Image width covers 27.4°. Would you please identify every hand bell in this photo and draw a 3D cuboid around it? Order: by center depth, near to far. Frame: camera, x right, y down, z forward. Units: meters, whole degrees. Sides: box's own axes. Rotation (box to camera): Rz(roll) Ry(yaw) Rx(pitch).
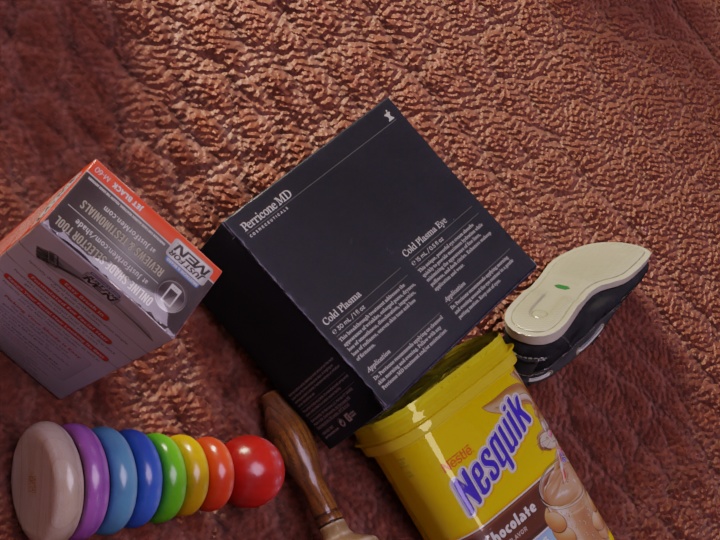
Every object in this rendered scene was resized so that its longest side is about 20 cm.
[{"bbox_3d":[-0.027,0.183,1.121,0.104,0.104,0.200,-15,71,-34],"label":"hand bell"}]

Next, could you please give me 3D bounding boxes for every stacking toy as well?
[{"bbox_3d":[-0.142,0.145,1.054,0.200,0.085,0.085,0,76,-37],"label":"stacking toy"}]

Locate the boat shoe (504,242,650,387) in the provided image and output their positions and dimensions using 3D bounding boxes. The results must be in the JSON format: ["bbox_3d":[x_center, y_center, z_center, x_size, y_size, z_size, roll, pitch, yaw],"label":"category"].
[{"bbox_3d":[0.192,0.032,1.310,0.200,0.072,0.068,-36,132,-41],"label":"boat shoe"}]

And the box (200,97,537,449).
[{"bbox_3d":[0.000,0.000,1.148,0.182,0.104,0.200,50,55,1],"label":"box"}]

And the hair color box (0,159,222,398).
[{"bbox_3d":[-0.189,0.012,0.986,0.111,0.200,0.064,43,58,-14],"label":"hair color box"}]

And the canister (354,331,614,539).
[{"bbox_3d":[0.103,0.172,1.190,0.148,0.087,0.200,-34,96,-34],"label":"canister"}]
